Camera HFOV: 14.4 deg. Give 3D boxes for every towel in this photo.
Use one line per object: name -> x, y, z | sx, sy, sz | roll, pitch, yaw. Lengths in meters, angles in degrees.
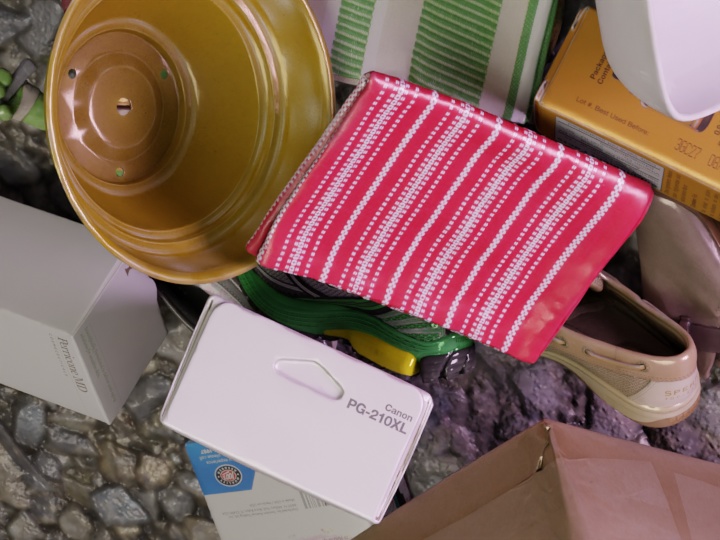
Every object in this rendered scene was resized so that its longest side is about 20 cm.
towel -> 0.023, -0.177, 1.672 | 0.199, 0.023, 0.154 | 15, 95, 20
towel -> 0.053, -0.027, 1.621 | 0.199, 0.023, 0.145 | 20, 122, -26

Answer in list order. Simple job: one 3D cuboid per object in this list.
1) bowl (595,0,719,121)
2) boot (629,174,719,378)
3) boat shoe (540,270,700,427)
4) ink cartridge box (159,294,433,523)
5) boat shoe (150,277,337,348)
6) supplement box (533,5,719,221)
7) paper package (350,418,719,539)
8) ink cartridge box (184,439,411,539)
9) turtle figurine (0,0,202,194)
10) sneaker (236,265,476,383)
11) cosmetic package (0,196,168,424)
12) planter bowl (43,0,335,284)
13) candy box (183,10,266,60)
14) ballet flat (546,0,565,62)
bowl -> 0.192, -0.201, 1.541 | 0.074, 0.199, 0.201 | 19, 127, 43
boot -> 0.192, -0.007, 1.715 | 0.199, 0.070, 0.147 | 28, 136, 19
boat shoe -> 0.124, 0.017, 1.723 | 0.199, 0.071, 0.065 | 30, 147, 25
ink cartridge box -> -0.037, 0.086, 1.715 | 0.144, 0.200, 0.085 | 24, 86, 2
boat shoe -> -0.101, 0.005, 1.840 | 0.200, 0.057, 0.067 | 39, 125, -2
supplement box -> 0.200, -0.073, 1.619 | 0.199, 0.069, 0.067 | 28, 80, 7
paper package -> 0.122, 0.188, 1.760 | 0.190, 0.199, 0.104 | -34, 57, 34
ink cartridge box -> -0.024, 0.179, 1.898 | 0.115, 0.067, 0.201 | -9, 113, 26
turtle figurine -> -0.157, -0.114, 1.729 | 0.143, 0.199, 0.196 | 10, 100, 50
sneaker -> 0.000, 0.000, 1.766 | 0.199, 0.078, 0.086 | 20, 114, 41
cosmetic package -> -0.235, 0.011, 1.845 | 0.199, 0.085, 0.108 | 19, 149, 25
planter bowl -> -0.116, -0.094, 1.625 | 0.083, 0.200, 0.201 | 4, 123, 51
candy box -> -0.058, -0.234, 1.666 | 0.102, 0.026, 0.201 | 35, 101, 4
ballet flat -> 0.055, -0.104, 1.712 | 0.071, 0.071, 0.200 | 38, 124, -2
